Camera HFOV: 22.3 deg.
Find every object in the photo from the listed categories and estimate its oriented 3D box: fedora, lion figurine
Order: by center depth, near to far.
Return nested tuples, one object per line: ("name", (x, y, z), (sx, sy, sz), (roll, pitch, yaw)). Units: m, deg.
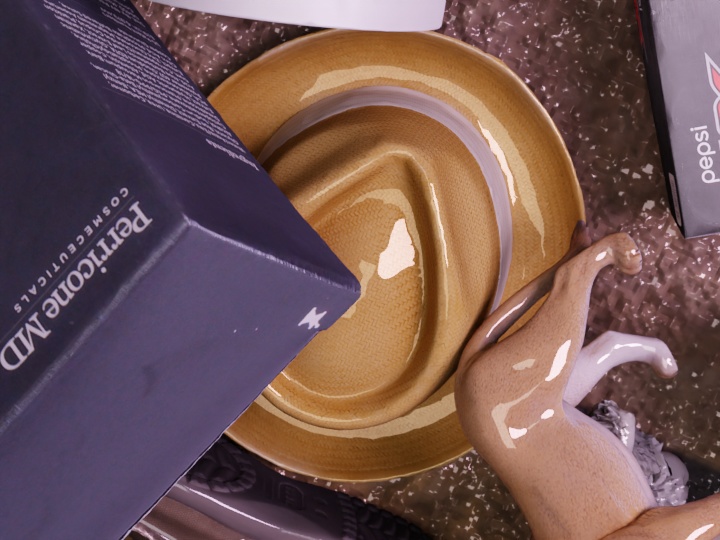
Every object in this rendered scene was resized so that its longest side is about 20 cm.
("lion figurine", (0.084, 0.081, 0.698), (0.122, 0.073, 0.200), (-25, 61, -5))
("fedora", (0.000, 0.000, 0.748), (0.200, 0.082, 0.201), (1, 102, 4))

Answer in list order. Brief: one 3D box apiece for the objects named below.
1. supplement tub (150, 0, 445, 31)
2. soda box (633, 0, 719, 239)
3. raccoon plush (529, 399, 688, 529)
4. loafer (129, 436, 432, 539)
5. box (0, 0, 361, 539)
("supplement tub", (-0.017, -0.197, 0.676), (0.145, 0.145, 0.201), (8, 103, 3))
("soda box", (0.143, -0.119, 0.722), (0.071, 0.063, 0.201), (-10, 102, 7))
("raccoon plush", (0.086, 0.142, 0.731), (0.097, 0.200, 0.134), (-22, 102, 36))
("loafer", (-0.063, 0.117, 0.784), (0.200, 0.073, 0.071), (25, 103, -1))
("box", (-0.143, 0.000, 0.698), (0.197, 0.117, 0.200), (-47, 59, 12))
